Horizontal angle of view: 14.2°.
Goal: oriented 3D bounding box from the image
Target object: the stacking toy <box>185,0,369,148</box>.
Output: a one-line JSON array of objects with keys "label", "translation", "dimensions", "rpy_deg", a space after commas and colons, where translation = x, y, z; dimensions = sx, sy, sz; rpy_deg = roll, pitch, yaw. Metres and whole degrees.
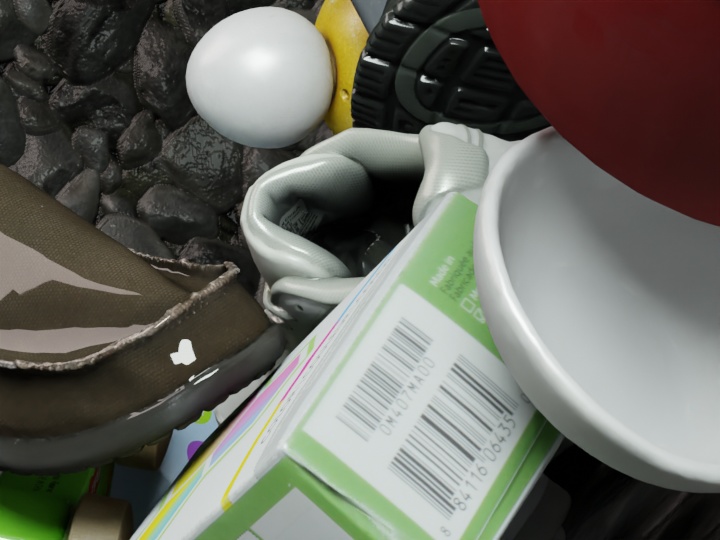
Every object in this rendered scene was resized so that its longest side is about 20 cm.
[{"label": "stacking toy", "translation": [0.032, -0.077, 1.030], "dimensions": [0.199, 0.147, 0.146], "rpy_deg": [-5, -14, -20]}]

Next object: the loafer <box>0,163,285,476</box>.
[{"label": "loafer", "translation": [-0.106, 0.007, 0.816], "dimensions": [0.199, 0.072, 0.073], "rpy_deg": [4, 28, 43]}]

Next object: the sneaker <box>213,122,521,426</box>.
[{"label": "sneaker", "translation": [0.000, 0.000, 0.830], "dimensions": [0.200, 0.099, 0.078], "rpy_deg": [-33, 43, 50]}]

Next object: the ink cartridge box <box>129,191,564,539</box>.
[{"label": "ink cartridge box", "translation": [-0.025, 0.076, 0.760], "dimensions": [0.200, 0.059, 0.104], "rpy_deg": [-45, 6, 46]}]

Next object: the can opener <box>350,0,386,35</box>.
[{"label": "can opener", "translation": [0.043, -0.046, 0.919], "dimensions": [0.053, 0.201, 0.067], "rpy_deg": [-34, -24, 14]}]

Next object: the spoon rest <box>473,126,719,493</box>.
[{"label": "spoon rest", "translation": [0.093, -0.009, 0.714], "dimensions": [0.061, 0.099, 0.200], "rpy_deg": [-48, -7, 34]}]

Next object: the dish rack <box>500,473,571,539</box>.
[{"label": "dish rack", "translation": [-0.015, 0.138, 0.813], "dimensions": [0.200, 0.044, 0.172], "rpy_deg": [-51, 4, -22]}]

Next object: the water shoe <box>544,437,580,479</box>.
[{"label": "water shoe", "translation": [0.038, 0.032, 0.987], "dimensions": [0.072, 0.079, 0.200], "rpy_deg": [-49, 3, 15]}]

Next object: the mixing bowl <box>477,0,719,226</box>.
[{"label": "mixing bowl", "translation": [0.099, -0.080, 0.668], "dimensions": [0.200, 0.199, 0.109], "rpy_deg": [-52, -10, -45]}]

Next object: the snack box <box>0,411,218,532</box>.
[{"label": "snack box", "translation": [-0.106, 0.104, 1.034], "dimensions": [0.169, 0.200, 0.068], "rpy_deg": [-48, 3, 32]}]

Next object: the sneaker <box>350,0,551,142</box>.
[{"label": "sneaker", "translation": [0.052, -0.106, 0.813], "dimensions": [0.091, 0.076, 0.201], "rpy_deg": [-79, 10, -50]}]

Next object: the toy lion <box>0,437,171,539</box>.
[{"label": "toy lion", "translation": [-0.107, 0.131, 0.887], "dimensions": [0.200, 0.068, 0.193], "rpy_deg": [-80, 0, -68]}]
